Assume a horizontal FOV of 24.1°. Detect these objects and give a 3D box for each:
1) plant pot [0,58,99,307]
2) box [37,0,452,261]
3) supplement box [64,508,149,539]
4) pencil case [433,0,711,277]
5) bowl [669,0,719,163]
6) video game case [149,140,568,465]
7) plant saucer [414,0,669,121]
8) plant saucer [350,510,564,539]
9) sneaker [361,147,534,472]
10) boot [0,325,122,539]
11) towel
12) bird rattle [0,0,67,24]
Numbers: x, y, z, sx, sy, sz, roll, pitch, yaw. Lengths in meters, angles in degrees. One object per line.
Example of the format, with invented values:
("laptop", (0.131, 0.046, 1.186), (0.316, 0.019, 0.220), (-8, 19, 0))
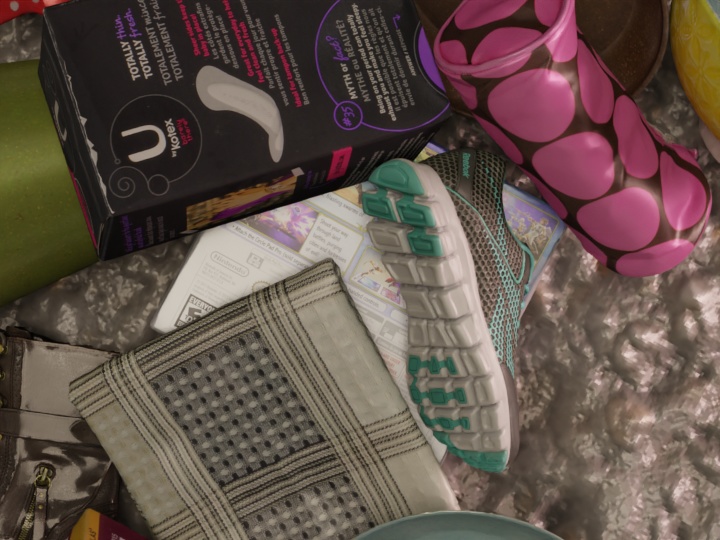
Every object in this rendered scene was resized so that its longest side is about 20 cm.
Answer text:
("plant pot", (-0.245, -0.046, 1.024), (0.189, 0.200, 0.201), (-17, 86, -8))
("box", (-0.068, -0.099, 0.943), (0.199, 0.106, 0.123), (-17, 81, -16))
("supplement box", (-0.173, 0.265, 0.985), (0.103, 0.131, 0.200), (32, 106, -18))
("pencil case", (0.126, -0.087, 0.963), (0.091, 0.200, 0.094), (24, 73, 48))
("bowl", (0.258, -0.109, 0.987), (0.199, 0.200, 0.108), (33, 134, 6))
("video game case", (0.000, 0.000, 1.040), (0.199, 0.045, 0.182), (28, 92, -3))
("plant saucer", (0.088, -0.169, 1.000), (0.199, 0.201, 0.037), (21, 53, 6))
("plant saucer", (0.061, 0.213, 1.013), (0.199, 0.039, 0.202), (2, 120, 3))
("sneaker", (0.071, 0.020, 0.986), (0.091, 0.077, 0.201), (-27, 113, -35))
("boot", (-0.227, 0.122, 1.064), (0.198, 0.069, 0.176), (3, 87, -5))
("towel", (-0.054, 0.117, 1.016), (0.192, 0.035, 0.201), (-24, 105, 14))
("bird rattle", (-0.175, -0.245, 1.021), (0.162, 0.113, 0.201), (-1, 118, 3))
